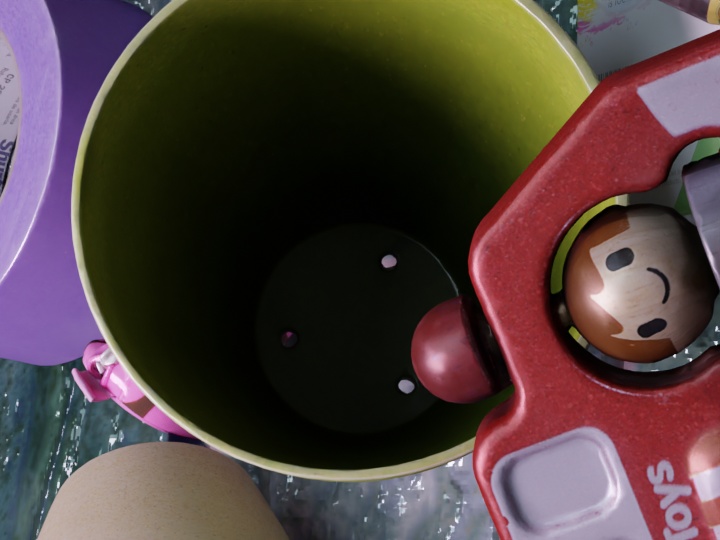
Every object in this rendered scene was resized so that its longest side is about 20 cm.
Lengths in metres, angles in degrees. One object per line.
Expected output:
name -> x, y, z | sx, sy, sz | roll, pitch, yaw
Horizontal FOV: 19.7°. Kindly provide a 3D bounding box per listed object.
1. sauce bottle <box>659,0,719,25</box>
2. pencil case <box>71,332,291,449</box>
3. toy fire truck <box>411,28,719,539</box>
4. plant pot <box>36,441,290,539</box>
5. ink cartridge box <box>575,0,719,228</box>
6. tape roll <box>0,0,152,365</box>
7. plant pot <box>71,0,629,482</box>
sauce bottle -> 0.133, -0.106, 0.654 | 0.198, 0.066, 0.067 | 6, 82, 9
pencil case -> -0.050, -0.020, 0.924 | 0.091, 0.093, 0.201 | 42, 109, 44
toy fire truck -> 0.108, 0.037, 0.633 | 0.167, 0.112, 0.201 | -22, 99, 10
plant pot -> -0.078, 0.176, 0.859 | 0.187, 0.187, 0.201 | -43, 38, 30
ink cartridge box -> 0.138, -0.115, 0.751 | 0.117, 0.067, 0.202 | -10, 76, 55
tape roll -> -0.183, -0.055, 1.082 | 0.199, 0.085, 0.202 | -15, 69, 43
plant pot -> 0.000, 0.000, 0.783 | 0.186, 0.200, 0.189 | -1, 76, 2
